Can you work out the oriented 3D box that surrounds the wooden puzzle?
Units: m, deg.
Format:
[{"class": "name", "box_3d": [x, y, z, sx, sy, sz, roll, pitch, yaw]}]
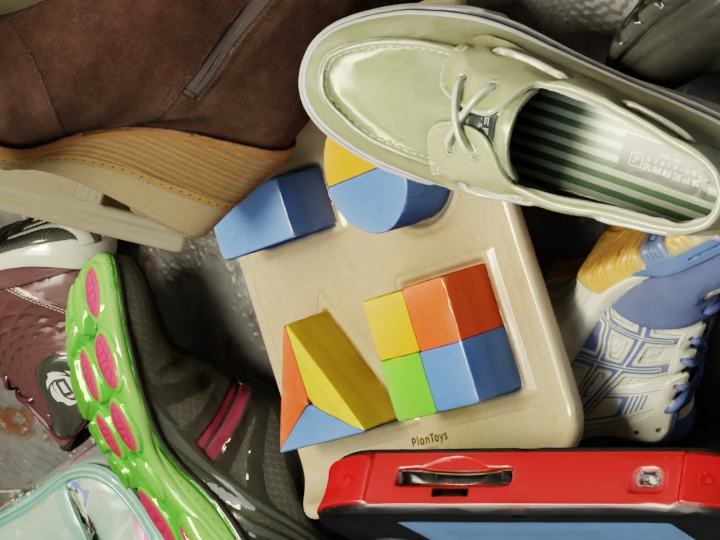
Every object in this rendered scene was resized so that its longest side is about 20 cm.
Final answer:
[{"class": "wooden puzzle", "box_3d": [0.000, 0.000, 1.096, 0.185, 0.046, 0.202, -18, 85, 51]}]

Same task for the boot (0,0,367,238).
[{"class": "boot", "box_3d": [-0.093, -0.113, 1.026, 0.167, 0.199, 0.072, -55, 34, 18]}]

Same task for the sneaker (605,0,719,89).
[{"class": "sneaker", "box_3d": [0.175, -0.103, 0.969, 0.200, 0.076, 0.091, -30, 103, 43]}]

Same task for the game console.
[{"class": "game console", "box_3d": [0.098, 0.113, 1.062, 0.199, 0.177, 0.031, -2, 67, 27]}]

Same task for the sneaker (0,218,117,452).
[{"class": "sneaker", "box_3d": [-0.187, 0.044, 1.280, 0.199, 0.076, 0.116, -15, 106, 37]}]

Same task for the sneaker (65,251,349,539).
[{"class": "sneaker", "box_3d": [-0.074, 0.076, 1.213, 0.201, 0.084, 0.077, 60, 154, -11]}]

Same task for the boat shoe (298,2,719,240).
[{"class": "boat shoe", "box_3d": [0.062, -0.059, 0.979, 0.199, 0.062, 0.073, 15, 99, 22]}]

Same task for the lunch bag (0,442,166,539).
[{"class": "lunch bag", "box_3d": [-0.110, 0.182, 1.290, 0.160, 0.077, 0.201, -33, 91, 40]}]

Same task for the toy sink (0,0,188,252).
[{"class": "toy sink", "box_3d": [-0.168, -0.095, 1.138, 0.130, 0.199, 0.113, 28, 101, 54]}]

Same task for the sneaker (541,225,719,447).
[{"class": "sneaker", "box_3d": [0.124, 0.023, 1.069, 0.088, 0.075, 0.200, 47, 139, -4]}]
